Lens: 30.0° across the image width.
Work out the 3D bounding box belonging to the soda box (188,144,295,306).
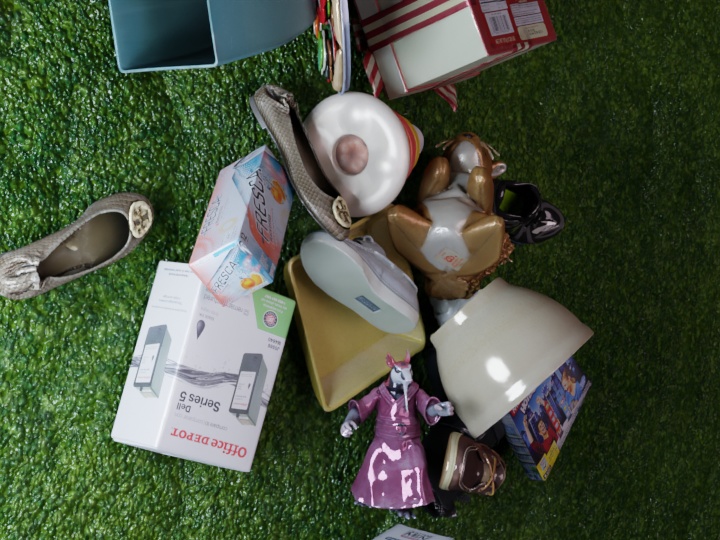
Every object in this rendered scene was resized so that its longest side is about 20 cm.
[{"bbox_3d":[-0.123,-0.051,1.434,0.064,0.068,0.200,52,23,-26],"label":"soda box"}]

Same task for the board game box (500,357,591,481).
[{"bbox_3d":[0.237,0.157,1.907,0.200,0.062,0.200,-55,127,-40],"label":"board game box"}]

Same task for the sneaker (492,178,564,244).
[{"bbox_3d":[0.224,-0.081,1.868,0.199,0.083,0.071,20,79,-46],"label":"sneaker"}]

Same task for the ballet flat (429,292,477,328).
[{"bbox_3d":[0.123,0.014,1.792,0.069,0.069,0.200,18,76,-46],"label":"ballet flat"}]

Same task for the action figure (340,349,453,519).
[{"bbox_3d":[0.053,0.196,1.643,0.149,0.134,0.200,1,94,-79],"label":"action figure"}]

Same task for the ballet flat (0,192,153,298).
[{"bbox_3d":[-0.279,-0.024,1.347,0.200,0.046,0.067,-29,115,-42],"label":"ballet flat"}]

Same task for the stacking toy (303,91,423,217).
[{"bbox_3d":[0.027,-0.146,1.639,0.200,0.146,0.146,-17,107,-62],"label":"stacking toy"}]

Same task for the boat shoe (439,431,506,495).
[{"bbox_3d":[0.146,0.245,1.672,0.200,0.072,0.072,41,61,-73],"label":"boat shoe"}]

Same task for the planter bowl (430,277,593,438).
[{"bbox_3d":[0.172,0.095,1.684,0.135,0.200,0.200,48,51,6],"label":"planter bowl"}]

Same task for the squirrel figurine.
[{"bbox_3d":[0.124,-0.071,1.706,0.200,0.141,0.187,77,18,-45],"label":"squirrel figurine"}]

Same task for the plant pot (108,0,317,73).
[{"bbox_3d":[-0.144,-0.293,1.415,0.200,0.141,0.142,-21,109,-50],"label":"plant pot"}]

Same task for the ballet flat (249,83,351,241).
[{"bbox_3d":[-0.060,-0.125,1.516,0.200,0.046,0.067,61,14,11],"label":"ballet flat"}]

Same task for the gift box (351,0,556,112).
[{"bbox_3d":[0.103,-0.300,1.636,0.184,0.187,0.200,-14,89,-47],"label":"gift box"}]

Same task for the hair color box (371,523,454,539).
[{"bbox_3d":[0.022,0.391,1.685,0.200,0.100,0.061,-22,110,-44],"label":"hair color box"}]

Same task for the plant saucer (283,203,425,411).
[{"bbox_3d":[-0.015,0.042,1.648,0.200,0.048,0.200,-31,115,-42],"label":"plant saucer"}]

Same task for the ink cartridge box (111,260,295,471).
[{"bbox_3d":[-0.169,0.106,1.462,0.145,0.084,0.200,24,77,-46],"label":"ink cartridge box"}]

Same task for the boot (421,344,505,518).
[{"bbox_3d":[0.106,0.217,1.784,0.162,0.073,0.198,-48,126,-27],"label":"boot"}]

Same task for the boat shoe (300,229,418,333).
[{"bbox_3d":[0.001,0.000,1.588,0.201,0.070,0.072,41,44,-39],"label":"boat shoe"}]

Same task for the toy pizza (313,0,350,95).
[{"bbox_3d":[-0.038,-0.298,1.520,0.032,0.200,0.201,-6,101,-5],"label":"toy pizza"}]
